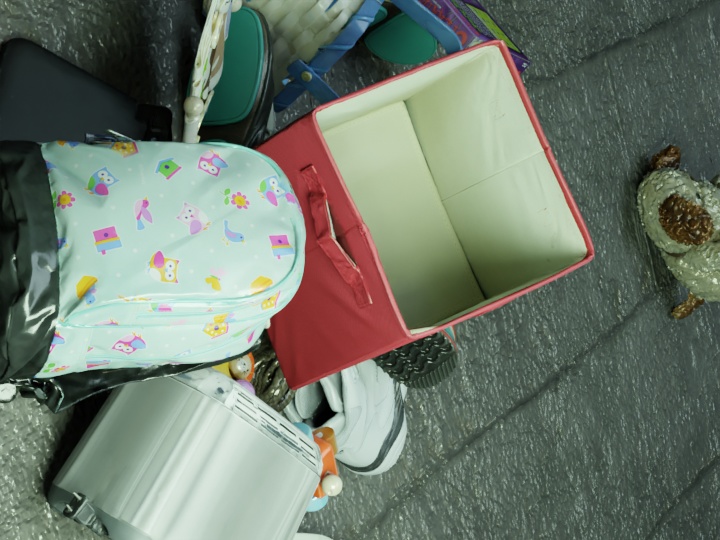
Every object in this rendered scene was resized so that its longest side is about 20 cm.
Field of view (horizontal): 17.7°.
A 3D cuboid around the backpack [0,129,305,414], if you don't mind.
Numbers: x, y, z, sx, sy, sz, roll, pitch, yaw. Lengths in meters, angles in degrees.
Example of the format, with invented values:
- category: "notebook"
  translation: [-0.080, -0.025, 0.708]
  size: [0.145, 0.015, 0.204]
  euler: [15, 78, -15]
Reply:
- category: "backpack"
  translation: [-0.134, -0.006, 1.427]
  size: [0.198, 0.127, 0.168]
  euler: [0, 70, -21]

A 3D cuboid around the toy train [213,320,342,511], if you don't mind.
- category: "toy train"
  translation: [-0.069, 0.067, 1.617]
  size: [0.056, 0.150, 0.201]
  euler: [-40, 132, -30]

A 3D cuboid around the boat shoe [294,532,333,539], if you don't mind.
- category: "boat shoe"
  translation: [-0.043, 0.240, 1.717]
  size: [0.201, 0.070, 0.072]
  euler: [31, 51, -59]

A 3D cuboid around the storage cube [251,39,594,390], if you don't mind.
- category: "storage cube"
  translation: [0.025, -0.037, 1.638]
  size: [0.199, 0.179, 0.172]
  euler: [-23, 88, -33]

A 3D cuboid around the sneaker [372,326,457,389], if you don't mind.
- category: "sneaker"
  translation: [0.001, 0.000, 1.787]
  size: [0.200, 0.070, 0.094]
  euler: [45, 21, -15]

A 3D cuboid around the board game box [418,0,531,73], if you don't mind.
- category: "board game box"
  translation: [0.058, -0.251, 2.009]
  size: [0.200, 0.032, 0.120]
  euler: [52, 13, 23]

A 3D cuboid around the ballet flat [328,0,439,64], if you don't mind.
- category: "ballet flat"
  translation: [0.010, -0.233, 1.990]
  size: [0.200, 0.070, 0.071]
  euler: [18, 65, -60]

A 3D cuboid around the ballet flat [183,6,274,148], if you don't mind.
- category: "ballet flat"
  translation: [-0.100, -0.096, 1.733]
  size: [0.068, 0.067, 0.202]
  euler: [46, 51, -62]

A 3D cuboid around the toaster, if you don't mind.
- category: "toaster"
  translation: [-0.115, 0.136, 1.528]
  size: [0.200, 0.113, 0.130]
  euler: [41, 74, -48]

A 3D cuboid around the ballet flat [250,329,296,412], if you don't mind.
- category: "ballet flat"
  translation: [-0.053, 0.024, 1.779]
  size: [0.067, 0.046, 0.201]
  euler: [31, 50, -18]

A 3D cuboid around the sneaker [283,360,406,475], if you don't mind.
- category: "sneaker"
  translation: [-0.012, 0.058, 1.831]
  size: [0.115, 0.075, 0.202]
  euler: [19, 67, -62]

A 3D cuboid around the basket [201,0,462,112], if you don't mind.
- category: "basket"
  translation: [-0.013, -0.194, 1.821]
  size: [0.200, 0.139, 0.177]
  euler: [39, 39, -10]

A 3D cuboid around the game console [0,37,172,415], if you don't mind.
- category: "game console"
  translation: [-0.199, -0.023, 1.558]
  size: [0.176, 0.115, 0.201]
  euler: [94, 6, -56]

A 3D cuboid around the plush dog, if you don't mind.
- category: "plush dog"
  translation: [0.371, -0.047, 2.587]
  size: [0.172, 0.160, 0.200]
  euler: [46, 12, -27]

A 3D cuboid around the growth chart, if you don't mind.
- category: "growth chart"
  translation: [-0.106, -0.149, 1.631]
  size: [0.145, 0.018, 0.201]
  euler: [103, -1, -62]
